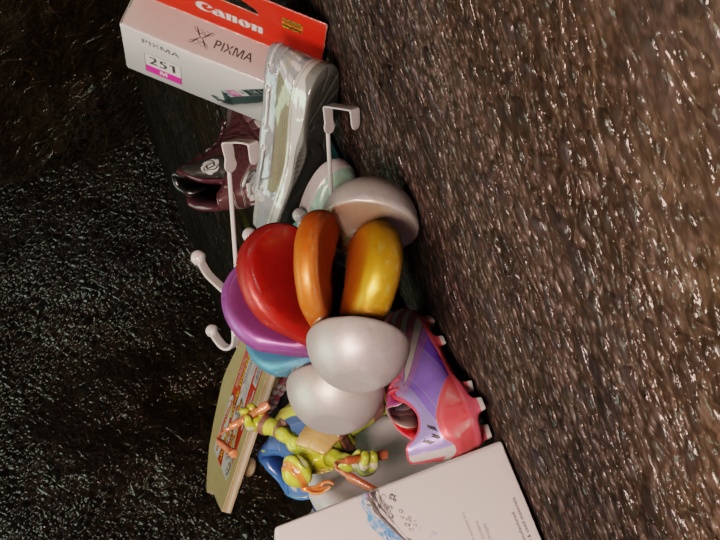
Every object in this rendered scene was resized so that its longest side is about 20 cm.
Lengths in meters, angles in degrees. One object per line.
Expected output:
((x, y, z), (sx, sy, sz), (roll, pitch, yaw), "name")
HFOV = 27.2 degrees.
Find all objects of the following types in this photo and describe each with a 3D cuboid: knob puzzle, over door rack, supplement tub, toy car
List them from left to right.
((-0.118, 0.141, 1.554), (0.219, 0.030, 0.223), (-163, 90, -75), "knob puzzle")
((-0.076, -0.046, 1.312), (0.066, 0.147, 0.202), (26, 123, 31), "over door rack")
((-0.039, 0.025, 1.217), (0.201, 0.148, 0.177), (116, 162, -58), "toy car")
((0.037, 0.255, 1.398), (0.145, 0.143, 0.202), (-124, 18, -57), "supplement tub")

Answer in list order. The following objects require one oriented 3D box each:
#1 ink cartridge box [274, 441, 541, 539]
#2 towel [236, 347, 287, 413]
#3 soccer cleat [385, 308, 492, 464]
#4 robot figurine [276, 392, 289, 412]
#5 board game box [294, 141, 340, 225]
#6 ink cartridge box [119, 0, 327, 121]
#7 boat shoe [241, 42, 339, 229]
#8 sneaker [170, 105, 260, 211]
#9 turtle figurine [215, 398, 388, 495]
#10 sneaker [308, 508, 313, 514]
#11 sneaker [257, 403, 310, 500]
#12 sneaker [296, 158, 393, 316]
((0.042, 0.255, 1.199), (0.148, 0.198, 0.146), (95, 154, -68), "ink cartridge box")
((-0.093, 0.066, 1.592), (0.200, 0.030, 0.148), (123, 142, -54), "towel")
((0.045, 0.094, 1.256), (0.200, 0.076, 0.067), (-124, 18, -57), "soccer cleat")
((-0.050, 0.110, 1.663), (0.124, 0.151, 0.201), (24, -159, -34), "robot figurine")
((-0.064, -0.118, 1.559), (0.152, 0.046, 0.201), (84, 164, -51), "board game box")
((-0.129, -0.210, 1.396), (0.174, 0.198, 0.044), (103, -170, -72), "ink cartridge box")
((-0.071, -0.116, 1.383), (0.064, 0.074, 0.204), (30, 134, 18), "boat shoe")
((-0.145, -0.125, 1.523), (0.200, 0.114, 0.076), (-122, 17, -53), "sneaker")
((-0.018, 0.146, 1.333), (0.198, 0.161, 0.065), (12, 135, 37), "turtle figurine")
((0.020, 0.300, 1.639), (0.200, 0.072, 0.116), (-9, 107, 56), "sneaker")
((-0.019, 0.211, 1.511), (0.198, 0.105, 0.076), (23, 133, 25), "sneaker")
((0.000, 0.000, 1.409), (0.118, 0.073, 0.203), (26, 124, 41), "sneaker")
